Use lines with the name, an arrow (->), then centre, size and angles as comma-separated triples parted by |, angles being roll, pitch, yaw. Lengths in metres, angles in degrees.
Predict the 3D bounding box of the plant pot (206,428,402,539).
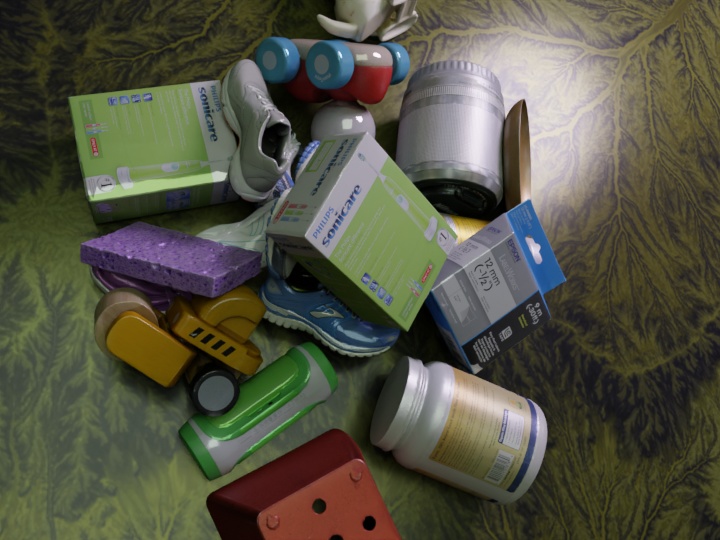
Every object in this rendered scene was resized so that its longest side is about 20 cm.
plant pot -> -0.048, 0.312, 0.808 | 0.198, 0.176, 0.201 | -24, 81, -21

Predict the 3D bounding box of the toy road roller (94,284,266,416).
toy road roller -> -0.205, 0.064, 0.830 | 0.199, 0.123, 0.147 | 36, 86, -24

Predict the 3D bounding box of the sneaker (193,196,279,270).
sneaker -> -0.136, -0.043, 0.949 | 0.199, 0.070, 0.081 | -28, 81, -14

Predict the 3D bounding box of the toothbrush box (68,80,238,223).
toothbrush box -> -0.272, -0.160, 0.926 | 0.198, 0.086, 0.147 | -13, 78, -18

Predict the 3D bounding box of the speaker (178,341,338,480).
speaker -> -0.127, 0.175, 0.875 | 0.199, 0.088, 0.089 | -33, 85, -22

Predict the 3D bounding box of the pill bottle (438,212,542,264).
pill bottle -> 0.162, -0.018, 0.995 | 0.198, 0.111, 0.112 | 7, 72, -22

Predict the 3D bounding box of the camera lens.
camera lens -> 0.132, -0.182, 1.015 | 0.158, 0.160, 0.202 | 10, 71, -12

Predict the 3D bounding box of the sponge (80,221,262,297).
sponge -> -0.233, -0.016, 0.852 | 0.198, 0.111, 0.030 | 14, 112, 20

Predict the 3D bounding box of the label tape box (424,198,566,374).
label tape box -> 0.188, 0.019, 0.919 | 0.199, 0.066, 0.144 | -33, 113, -7

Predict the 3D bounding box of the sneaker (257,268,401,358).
sneaker -> -0.036, 0.048, 0.910 | 0.198, 0.090, 0.079 | 21, 27, -6

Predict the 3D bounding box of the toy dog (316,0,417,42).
toy dog -> -0.014, -0.465, 1.085 | 0.193, 0.140, 0.201 | -34, 81, -8

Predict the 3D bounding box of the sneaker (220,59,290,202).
sneaker -> -0.125, -0.194, 0.892 | 0.075, 0.092, 0.202 | 7, 65, -42

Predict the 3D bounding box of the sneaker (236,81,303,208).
sneaker -> -0.130, -0.187, 0.999 | 0.084, 0.077, 0.202 | -2, 82, -26

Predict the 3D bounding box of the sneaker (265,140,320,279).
sneaker -> -0.057, -0.076, 0.876 | 0.084, 0.077, 0.202 | 17, 67, 11

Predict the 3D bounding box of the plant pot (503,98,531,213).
plant pot -> 0.236, -0.155, 1.036 | 0.027, 0.200, 0.202 | 0, 71, 18

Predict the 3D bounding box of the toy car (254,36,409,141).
toy car -> -0.040, -0.230, 1.003 | 0.184, 0.175, 0.202 | -24, 123, -54

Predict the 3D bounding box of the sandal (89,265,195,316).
sandal -> -0.263, 0.037, 0.897 | 0.201, 0.050, 0.083 | 28, 69, -6

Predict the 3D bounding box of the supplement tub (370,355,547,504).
supplement tub -> 0.126, 0.206, 0.905 | 0.198, 0.144, 0.146 | 24, 69, -8

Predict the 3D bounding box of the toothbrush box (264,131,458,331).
toothbrush box -> 0.008, -0.044, 0.827 | 0.200, 0.086, 0.146 | 43, 69, -36
